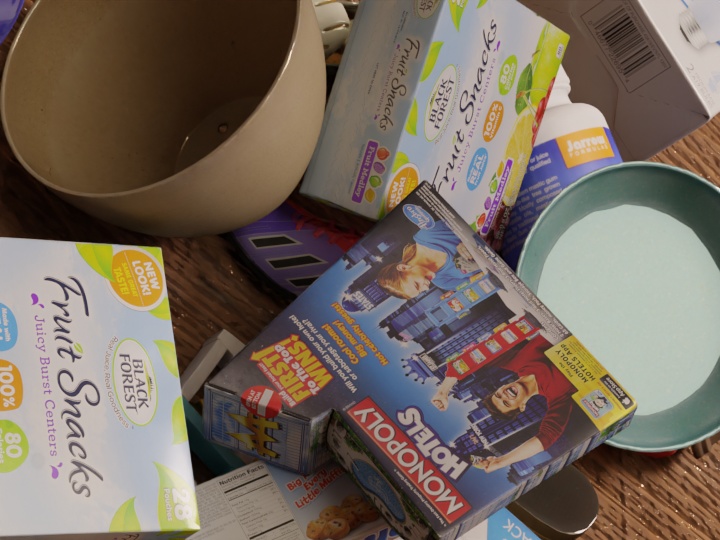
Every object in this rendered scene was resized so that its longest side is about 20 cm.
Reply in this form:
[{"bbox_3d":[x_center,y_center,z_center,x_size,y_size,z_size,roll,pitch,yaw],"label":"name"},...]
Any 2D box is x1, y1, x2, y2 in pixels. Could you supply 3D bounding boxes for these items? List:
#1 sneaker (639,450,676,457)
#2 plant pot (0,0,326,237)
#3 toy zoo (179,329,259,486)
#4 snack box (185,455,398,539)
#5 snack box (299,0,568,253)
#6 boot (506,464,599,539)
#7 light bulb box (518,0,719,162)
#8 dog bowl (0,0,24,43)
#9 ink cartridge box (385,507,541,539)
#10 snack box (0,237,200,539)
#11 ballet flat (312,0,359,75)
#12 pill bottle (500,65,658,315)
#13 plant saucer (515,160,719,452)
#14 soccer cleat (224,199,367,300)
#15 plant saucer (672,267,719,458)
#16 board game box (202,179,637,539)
[{"bbox_3d":[0.145,0.104,1.262,0.198,0.077,0.086,23,58,-20],"label":"sneaker"},{"bbox_3d":[-0.100,-0.099,1.070,0.135,0.198,0.202,51,34,-52],"label":"plant pot"},{"bbox_3d":[-0.076,0.127,1.068,0.131,0.020,0.200,48,44,-12],"label":"toy zoo"},{"bbox_3d":[-0.013,0.130,1.016,0.198,0.024,0.072,-21,56,-21],"label":"snack box"},{"bbox_3d":[0.055,-0.108,1.181,0.199,0.067,0.171,12,96,-61],"label":"snack box"},{"bbox_3d":[0.062,0.122,1.178,0.200,0.076,0.074,40,53,6],"label":"boot"},{"bbox_3d":[0.242,-0.215,1.482,0.200,0.124,0.199,-36,94,-46],"label":"light bulb box"},{"bbox_3d":[-0.263,-0.199,0.939,0.078,0.199,0.202,-13,77,-48],"label":"dog bowl"},{"bbox_3d":[0.018,0.215,1.030,0.115,0.068,0.200,39,57,2],"label":"ink cartridge box"},{"bbox_3d":[-0.195,0.069,0.940,0.198,0.068,0.171,3,66,-35],"label":"snack box"},{"bbox_3d":[-0.017,-0.173,1.259,0.199,0.063,0.068,-3,70,-44],"label":"ballet flat"},{"bbox_3d":[0.148,-0.055,1.314,0.111,0.112,0.202,-12,77,-46],"label":"pill bottle"},{"bbox_3d":[0.195,0.026,1.228,0.197,0.036,0.203,1,85,-14],"label":"plant saucer"},{"bbox_3d":[0.000,0.000,1.145,0.199,0.073,0.068,37,48,4],"label":"soccer cleat"},{"bbox_3d":[0.262,0.043,1.349,0.200,0.029,0.203,-4,90,-76],"label":"plant saucer"},{"bbox_3d":[0.019,0.071,1.012,0.199,0.062,0.200,-29,60,-24],"label":"board game box"}]
